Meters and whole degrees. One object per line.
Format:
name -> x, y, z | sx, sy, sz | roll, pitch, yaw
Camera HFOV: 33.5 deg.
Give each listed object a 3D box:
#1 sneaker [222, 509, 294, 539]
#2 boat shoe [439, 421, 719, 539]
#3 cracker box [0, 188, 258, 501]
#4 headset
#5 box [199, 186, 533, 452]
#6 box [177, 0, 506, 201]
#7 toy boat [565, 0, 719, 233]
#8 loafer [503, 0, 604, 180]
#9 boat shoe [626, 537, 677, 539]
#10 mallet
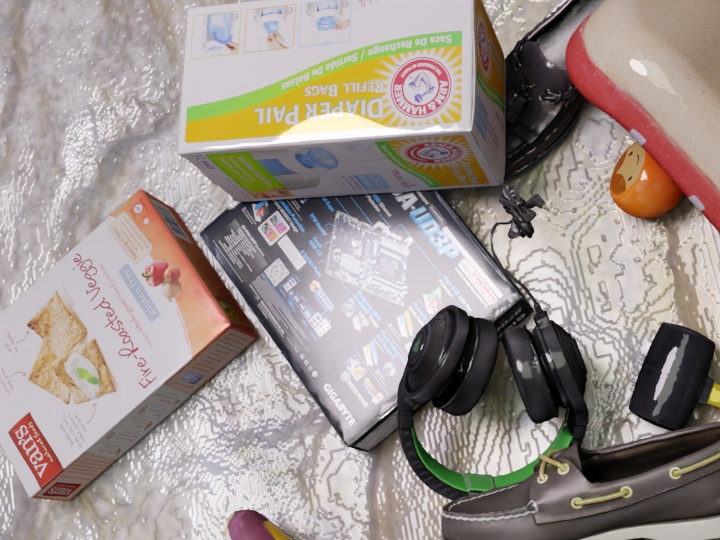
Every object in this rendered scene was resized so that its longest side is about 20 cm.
sneaker -> -0.002, 0.215, 0.793 | 0.200, 0.075, 0.090 | 43, 96, 13
boat shoe -> 0.142, 0.135, 0.741 | 0.198, 0.072, 0.062 | -10, 99, 10
cracker box -> -0.193, 0.057, 0.898 | 0.199, 0.058, 0.135 | -41, 68, 7
headset -> 0.087, 0.052, 0.771 | 0.121, 0.094, 0.203 | 4, 114, -5
box -> 0.000, 0.000, 0.851 | 0.159, 0.046, 0.201 | -41, 69, 6
box -> -0.009, -0.115, 0.796 | 0.197, 0.112, 0.103 | -2, 75, 16
toy boat -> 0.206, -0.082, 0.767 | 0.200, 0.130, 0.131 | 48, 137, 3
loafer -> 0.138, -0.152, 0.828 | 0.072, 0.063, 0.200 | 43, 94, 22
boat shoe -> 0.202, 0.198, 0.732 | 0.198, 0.074, 0.065 | 12, 37, 34
mallet -> 0.271, 0.086, 0.748 | 0.197, 0.041, 0.067 | 14, 86, 17
